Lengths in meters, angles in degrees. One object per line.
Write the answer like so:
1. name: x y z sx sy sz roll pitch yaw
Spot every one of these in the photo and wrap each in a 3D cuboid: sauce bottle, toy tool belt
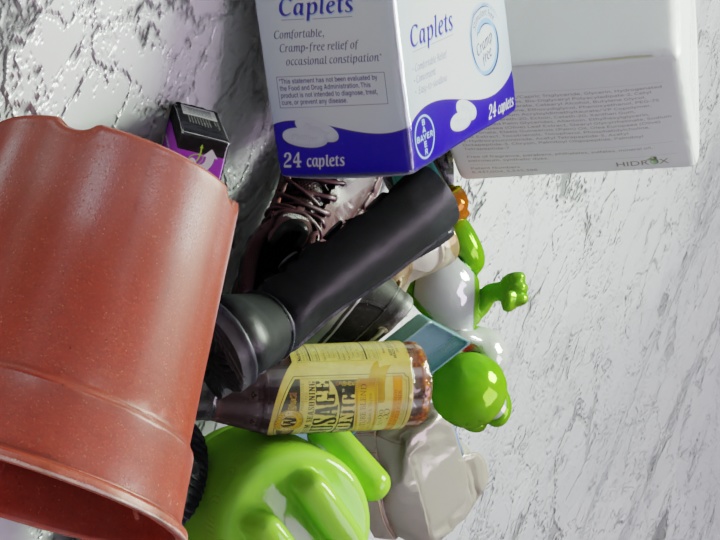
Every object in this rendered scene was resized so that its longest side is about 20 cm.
1. sauce bottle: -0.050 0.084 1.544 0.066 0.199 0.066 177 -90 -73
2. toy tool belt: 0.020 0.140 1.879 0.125 0.123 0.201 -42 135 -25

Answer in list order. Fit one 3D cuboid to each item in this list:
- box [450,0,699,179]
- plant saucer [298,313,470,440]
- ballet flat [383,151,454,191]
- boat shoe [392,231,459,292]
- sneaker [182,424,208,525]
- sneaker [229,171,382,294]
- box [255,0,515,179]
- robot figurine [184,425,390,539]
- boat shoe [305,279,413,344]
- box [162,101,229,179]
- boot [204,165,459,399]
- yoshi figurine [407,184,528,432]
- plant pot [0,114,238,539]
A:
1. box: 0.158 -0.199 1.715 0.171 0.199 0.200 65 24 -61
2. plant saucer: -0.008 0.101 1.710 0.200 0.019 0.070 -38 150 16
3. ballet flat: 0.031 -0.122 1.742 0.072 0.072 0.201 -63 157 -22
4. boat shoe: 0.000 0.000 1.672 0.069 0.074 0.200 -22 171 -30
5. sneaker: -0.166 0.185 1.511 0.082 0.070 0.201 -32 -152 43
6. sneaker: -0.034 -0.044 1.571 0.116 0.075 0.201 101 10 -81
7. box: 0.018 -0.183 1.516 0.184 0.104 0.201 -34 119 -58
8. robot figurine: -0.068 0.173 1.576 0.175 0.200 0.116 -42 110 -15
9. boat shoe: -0.022 0.060 1.639 0.071 0.064 0.200 -60 -174 -34
10. box: -0.124 0.002 1.394 0.143 0.036 0.201 -120 -135 -76
11. boot: -0.018 0.003 1.447 0.199 0.066 0.165 -31 180 -12
12. yoshi figurine: 0.074 0.041 1.751 0.112 0.112 0.201 -30 105 -41
13. plant pot: -0.163 0.032 1.223 0.201 0.200 0.196 55 48 -64
